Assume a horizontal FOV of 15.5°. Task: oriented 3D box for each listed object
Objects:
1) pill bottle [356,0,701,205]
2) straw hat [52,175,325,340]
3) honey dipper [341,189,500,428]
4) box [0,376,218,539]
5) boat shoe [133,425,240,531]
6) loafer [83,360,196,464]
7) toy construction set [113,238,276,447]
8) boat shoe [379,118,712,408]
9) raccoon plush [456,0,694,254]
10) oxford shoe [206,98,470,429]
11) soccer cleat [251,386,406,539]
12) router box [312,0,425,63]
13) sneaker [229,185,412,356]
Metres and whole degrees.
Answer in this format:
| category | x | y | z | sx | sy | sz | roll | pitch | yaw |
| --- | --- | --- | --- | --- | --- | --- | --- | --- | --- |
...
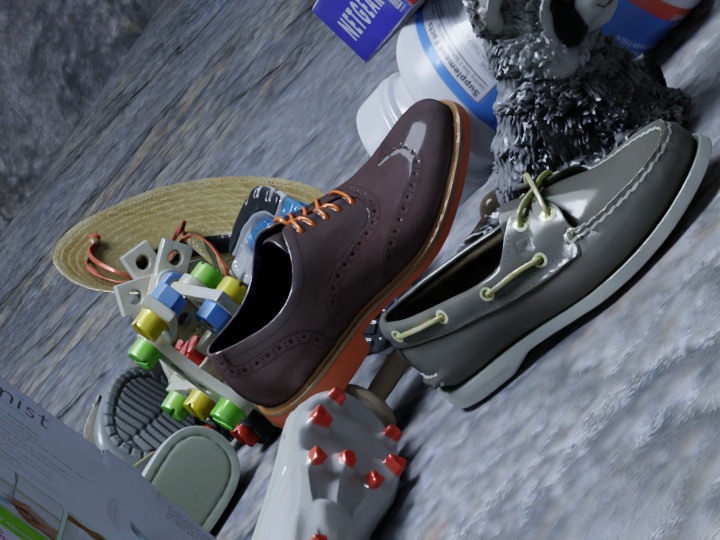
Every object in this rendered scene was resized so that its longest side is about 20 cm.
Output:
| category | x | y | z | sx | sy | sz | roll | pitch | yaw |
| --- | --- | --- | --- | --- | --- | --- | --- | --- | --- |
| pill bottle | 0.091 | -0.128 | 1.479 | 0.200 | 0.112 | 0.112 | -46 | 14 | 29 |
| straw hat | -0.108 | 0.011 | 1.824 | 0.200 | 0.085 | 0.201 | -6 | 24 | 3 |
| honey dipper | 0.033 | 0.032 | 1.429 | 0.200 | 0.038 | 0.038 | -55 | 12 | -25 |
| box | -0.150 | 0.167 | 1.324 | 0.097 | 0.200 | 0.177 | -48 | 14 | 16 |
| boat shoe | -0.147 | 0.181 | 1.582 | 0.201 | 0.072 | 0.061 | -50 | 7 | -23 |
| loafer | -0.146 | 0.103 | 1.803 | 0.070 | 0.075 | 0.200 | -53 | 2 | 21 |
| toy construction set | -0.102 | 0.046 | 1.631 | 0.092 | 0.131 | 0.200 | -51 | 17 | -2 |
| boat shoe | 0.087 | -0.009 | 1.279 | 0.202 | 0.060 | 0.072 | -44 | 15 | 35 |
| raccoon plush | 0.070 | -0.072 | 1.340 | 0.200 | 0.134 | 0.097 | -48 | 14 | 16 |
| oxford shoe | -0.009 | -0.016 | 1.405 | 0.071 | 0.072 | 0.201 | 6 | 63 | 57 |
| soccer cleat | -0.026 | 0.130 | 1.294 | 0.078 | 0.069 | 0.200 | -49 | 16 | 28 |
| router box | 0.059 | -0.215 | 1.535 | 0.180 | 0.049 | 0.200 | -47 | 2 | -8 |
| sneaker | 0.000 | 0.000 | 1.541 | 0.200 | 0.086 | 0.075 | 39 | 114 | 60 |
